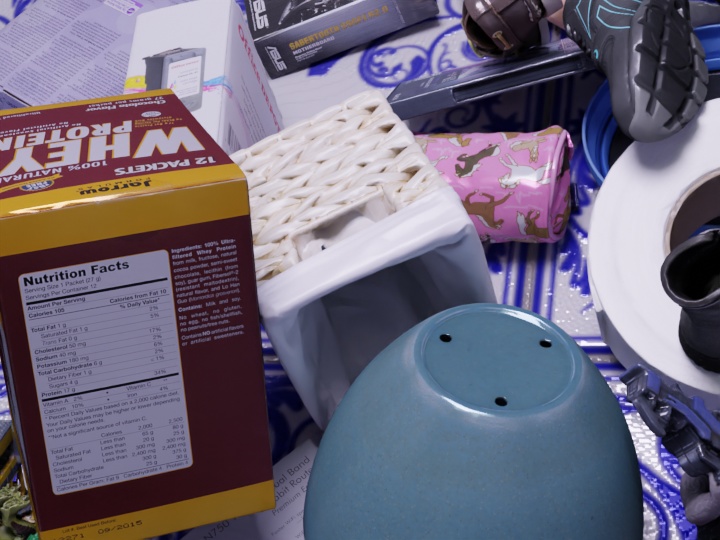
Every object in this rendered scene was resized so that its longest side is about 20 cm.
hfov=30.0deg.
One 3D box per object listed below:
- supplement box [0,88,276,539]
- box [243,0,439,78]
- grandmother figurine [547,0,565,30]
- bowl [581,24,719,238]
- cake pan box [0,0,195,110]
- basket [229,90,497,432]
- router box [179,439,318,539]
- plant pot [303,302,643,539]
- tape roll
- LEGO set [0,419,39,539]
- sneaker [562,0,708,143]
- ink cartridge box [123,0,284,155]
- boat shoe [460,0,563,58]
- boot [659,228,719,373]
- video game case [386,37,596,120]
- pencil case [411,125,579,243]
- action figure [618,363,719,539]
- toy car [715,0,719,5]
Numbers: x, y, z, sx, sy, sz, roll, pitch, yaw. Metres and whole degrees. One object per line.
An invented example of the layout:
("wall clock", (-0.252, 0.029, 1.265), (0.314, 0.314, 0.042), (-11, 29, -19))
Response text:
("supplement box", (-0.145, 0.020, 0.784), (0.132, 0.201, 0.197), (-10, 24, -17))
("box", (-0.028, -0.275, 1.181), (0.158, 0.048, 0.200), (-20, 49, 10))
("grandmother figurine", (0.128, -0.261, 1.126), (0.121, 0.061, 0.200), (-37, 52, -27))
("bowl", (0.261, -0.095, 0.958), (0.200, 0.039, 0.201), (-9, 49, 10))
("cake pan box", (-0.231, -0.194, 1.188), (0.200, 0.052, 0.184), (29, 63, 34))
("basket", (0.000, 0.000, 0.843), (0.135, 0.200, 0.124), (-26, 60, -2))
("router box", (-0.052, 0.225, 0.787), (0.200, 0.049, 0.179), (-38, 51, -14))
("plant pot", (0.070, 0.099, 0.755), (0.199, 0.135, 0.200), (3, 38, -2))
("tape roll", (0.243, -0.006, 0.835), (0.202, 0.071, 0.203), (-5, 68, 13))
("LEGO set", (-0.200, 0.178, 0.829), (0.153, 0.116, 0.200), (-3, 23, 0))
("sneaker", (0.177, -0.154, 0.874), (0.079, 0.075, 0.200), (-25, 40, 38))
("ink cartridge box", (-0.116, -0.080, 0.993), (0.085, 0.148, 0.200), (-9, 48, 9))
("boat shoe", (0.102, -0.188, 0.981), (0.059, 0.200, 0.072), (-33, 92, 3))
("boot", (0.254, -0.023, 0.728), (0.200, 0.131, 0.068), (-36, 65, -1))
("video game case", (0.119, -0.151, 1.003), (0.199, 0.019, 0.143), (-15, 12, 11))
("pencil case", (0.055, -0.065, 0.972), (0.199, 0.083, 0.087), (3, 14, 20))
("action figure", (0.187, 0.144, 0.730), (0.105, 0.200, 0.194), (-36, 17, 51))
("toy car", (0.233, -0.233, 0.990), (0.199, 0.158, 0.164), (-25, 29, 0))
